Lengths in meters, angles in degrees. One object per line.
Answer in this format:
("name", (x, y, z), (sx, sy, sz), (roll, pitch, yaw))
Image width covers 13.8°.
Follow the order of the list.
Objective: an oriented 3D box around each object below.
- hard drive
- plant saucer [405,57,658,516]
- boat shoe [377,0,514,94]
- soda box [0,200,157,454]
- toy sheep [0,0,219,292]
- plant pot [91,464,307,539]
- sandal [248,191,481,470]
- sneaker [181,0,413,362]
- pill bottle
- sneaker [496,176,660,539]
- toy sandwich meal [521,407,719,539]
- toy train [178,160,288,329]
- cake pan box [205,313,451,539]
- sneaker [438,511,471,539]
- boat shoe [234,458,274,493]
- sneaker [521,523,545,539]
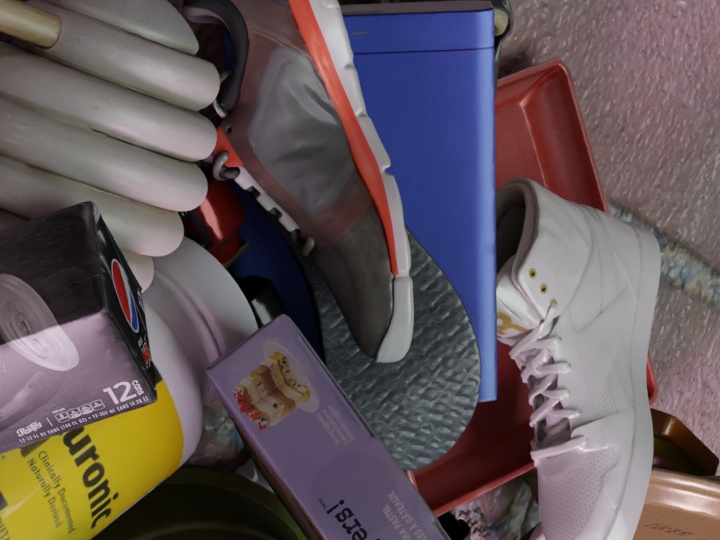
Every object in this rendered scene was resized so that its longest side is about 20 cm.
("hard drive", (0.001, -0.030, 1.465), (0.131, 0.025, 0.201), (-2, 108, -3))
("plant saucer", (0.061, 0.007, 1.584), (0.199, 0.037, 0.201), (-23, 100, -42))
("boat shoe", (0.047, -0.129, 1.498), (0.072, 0.066, 0.202), (0, 97, -47))
("soda box", (-0.189, 0.043, 1.238), (0.199, 0.071, 0.063), (-19, 135, 6))
("toy sheep", (-0.127, -0.061, 1.300), (0.138, 0.138, 0.201), (13, 101, -52))
("plant pot", (-0.065, 0.216, 1.417), (0.199, 0.190, 0.201), (-7, 107, -23))
("sandal", (0.000, -0.001, 1.444), (0.076, 0.043, 0.201), (-24, 98, -3))
("sneaker", (-0.031, -0.048, 1.378), (0.082, 0.077, 0.201), (-17, 86, -6))
("pill bottle", (-0.143, 0.068, 1.362), (0.200, 0.111, 0.112), (-39, 136, -32))
("sneaker", (0.093, 0.052, 1.541), (0.115, 0.074, 0.201), (25, 58, -36))
("toy sandwich meal", (0.179, 0.115, 1.712), (0.205, 0.204, 0.071), (30, 69, -53))
("toy train", (-0.078, -0.027, 1.407), (0.034, 0.046, 0.201), (-41, 120, -27))
("cake pan box", (0.012, 0.131, 1.376), (0.052, 0.200, 0.184), (-35, 164, -4))
("sneaker", (0.036, 0.165, 1.603), (0.200, 0.074, 0.107), (-69, 173, -75))
("boat shoe", (-0.054, 0.140, 1.541), (0.200, 0.073, 0.065), (-59, 147, -11))
("sneaker", (0.105, 0.183, 1.726), (0.200, 0.077, 0.082), (105, -7, -53))
